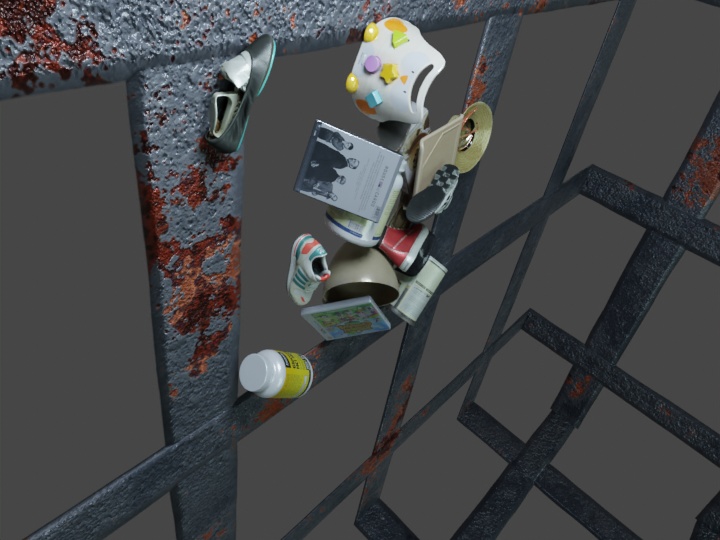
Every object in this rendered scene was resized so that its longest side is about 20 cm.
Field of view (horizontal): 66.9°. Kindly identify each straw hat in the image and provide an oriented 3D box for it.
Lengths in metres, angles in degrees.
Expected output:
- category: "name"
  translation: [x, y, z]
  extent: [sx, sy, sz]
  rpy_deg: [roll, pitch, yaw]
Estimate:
- category: "straw hat"
  translation: [0.277, -0.381, 1.507]
  extent: [0.199, 0.084, 0.206]
  rpy_deg: [-33, 138, -34]

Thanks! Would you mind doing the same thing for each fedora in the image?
- category: "fedora"
  translation: [0.155, -0.058, 1.568]
  extent: [0.204, 0.090, 0.201]
  rpy_deg: [-59, -179, 1]

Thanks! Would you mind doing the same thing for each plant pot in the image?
- category: "plant pot"
  translation: [0.000, 0.000, 1.383]
  extent: [0.200, 0.193, 0.139]
  rpy_deg: [43, 42, -61]

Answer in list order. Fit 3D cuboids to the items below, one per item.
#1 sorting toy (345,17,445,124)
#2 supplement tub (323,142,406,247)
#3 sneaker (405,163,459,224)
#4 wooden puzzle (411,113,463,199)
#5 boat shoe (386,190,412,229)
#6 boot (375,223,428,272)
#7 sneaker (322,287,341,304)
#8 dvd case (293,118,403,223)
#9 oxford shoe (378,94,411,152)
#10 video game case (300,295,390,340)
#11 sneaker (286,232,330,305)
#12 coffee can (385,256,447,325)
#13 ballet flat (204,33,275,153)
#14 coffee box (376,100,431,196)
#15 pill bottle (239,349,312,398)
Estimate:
- category: "sorting toy"
  translation: [0.078, -0.387, 1.087]
  extent: [0.105, 0.178, 0.205]
  rpy_deg: [-5, 124, -54]
- category: "supplement tub"
  translation: [0.012, -0.175, 1.236]
  extent: [0.143, 0.143, 0.205]
  rpy_deg: [-3, 123, -55]
- category: "sneaker"
  translation: [0.182, -0.165, 1.339]
  extent: [0.200, 0.073, 0.090]
  rpy_deg: [-46, 150, -27]
- category: "wooden puzzle"
  translation: [0.186, -0.274, 1.361]
  extent: [0.199, 0.037, 0.189]
  rpy_deg: [-40, 148, -37]
- category: "boat shoe"
  translation: [0.135, -0.172, 1.482]
  extent: [0.075, 0.073, 0.208]
  rpy_deg: [-96, -152, -70]
- category: "boot"
  translation: [0.092, -0.097, 1.389]
  extent: [0.073, 0.143, 0.201]
  rpy_deg: [-53, -179, 34]
- category: "sneaker"
  translation: [-0.035, 0.100, 1.505]
  extent: [0.076, 0.087, 0.200]
  rpy_deg: [-52, 150, -2]
- category: "dvd case"
  translation: [-0.026, -0.203, 1.131]
  extent: [0.025, 0.194, 0.154]
  rpy_deg: [-101, -148, -68]
- category: "oxford shoe"
  translation: [0.085, -0.331, 1.204]
  extent: [0.072, 0.069, 0.206]
  rpy_deg: [69, 30, -63]
- category: "video game case"
  translation: [-0.036, 0.130, 1.447]
  extent: [0.183, 0.193, 0.023]
  rpy_deg: [53, 29, -55]
- category: "sneaker"
  translation: [-0.118, 0.017, 1.280]
  extent: [0.069, 0.092, 0.205]
  rpy_deg: [-27, 140, -40]
- category: "coffee can"
  translation: [0.159, 0.044, 1.688]
  extent: [0.203, 0.145, 0.146]
  rpy_deg: [-56, 152, 1]
- category: "ballet flat"
  translation: [-0.198, -0.286, 0.878]
  extent: [0.067, 0.068, 0.205]
  rpy_deg: [5, 115, -48]
- category: "coffee box"
  translation: [0.116, -0.298, 1.341]
  extent: [0.114, 0.079, 0.202]
  rpy_deg: [-48, 151, -15]
- category: "pill bottle"
  translation: [-0.210, 0.259, 1.363]
  extent: [0.114, 0.111, 0.199]
  rpy_deg: [-57, 152, 4]
